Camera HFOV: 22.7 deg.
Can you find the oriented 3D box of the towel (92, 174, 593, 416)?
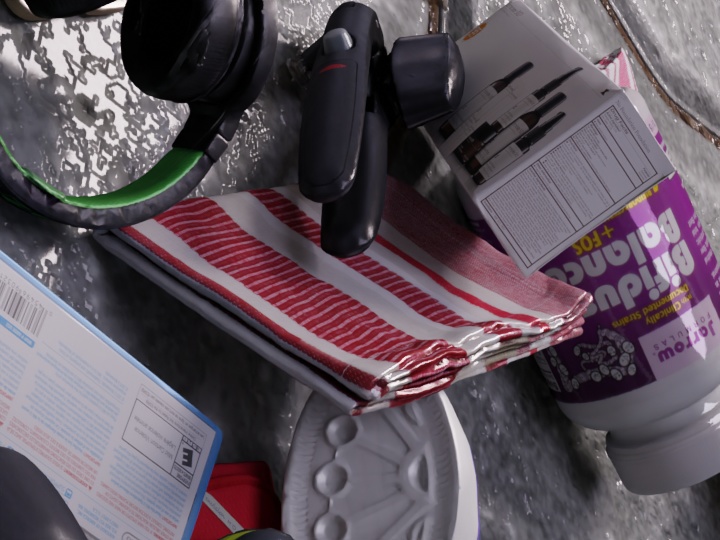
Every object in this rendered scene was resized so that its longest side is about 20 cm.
[{"bbox_3d":[0.000,0.000,0.762,0.143,0.023,0.199,31,23,24],"label":"towel"}]

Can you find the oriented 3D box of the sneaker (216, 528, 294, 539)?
[{"bbox_3d":[-0.042,0.183,0.616,0.074,0.080,0.201,46,45,-43],"label":"sneaker"}]

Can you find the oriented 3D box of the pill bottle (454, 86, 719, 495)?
[{"bbox_3d":[0.139,0.014,0.960,0.201,0.112,0.112,63,33,-10],"label":"pill bottle"}]

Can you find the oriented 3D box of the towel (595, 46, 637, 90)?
[{"bbox_3d":[0.159,-0.049,1.100,0.200,0.030,0.147,-37,106,-57],"label":"towel"}]

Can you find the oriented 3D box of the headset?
[{"bbox_3d":[-0.074,-0.110,0.677,0.123,0.094,0.201,36,74,-38],"label":"headset"}]

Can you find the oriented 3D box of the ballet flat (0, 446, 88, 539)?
[{"bbox_3d":[-0.087,0.152,0.538,0.073,0.073,0.202,7,76,-55],"label":"ballet flat"}]

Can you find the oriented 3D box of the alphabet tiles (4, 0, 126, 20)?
[{"bbox_3d":[-0.137,-0.203,0.753,0.200,0.015,0.197,-20,90,-58],"label":"alphabet tiles"}]

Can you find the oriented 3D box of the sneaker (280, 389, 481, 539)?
[{"bbox_3d":[0.024,0.150,0.750,0.147,0.080,0.202,64,17,-62],"label":"sneaker"}]

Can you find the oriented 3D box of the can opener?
[{"bbox_3d":[-0.003,-0.071,0.805,0.064,0.078,0.200,62,20,-20],"label":"can opener"}]

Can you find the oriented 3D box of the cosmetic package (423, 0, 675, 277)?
[{"bbox_3d":[0.077,-0.071,0.856,0.051,0.082,0.200,54,4,-21],"label":"cosmetic package"}]

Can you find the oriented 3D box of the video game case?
[{"bbox_3d":[-0.121,0.104,0.576,0.143,0.018,0.201,44,50,-38],"label":"video game case"}]

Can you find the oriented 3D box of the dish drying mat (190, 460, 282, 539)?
[{"bbox_3d":[-0.087,0.115,0.655,0.199,0.018,0.078,-1,76,-57],"label":"dish drying mat"}]
